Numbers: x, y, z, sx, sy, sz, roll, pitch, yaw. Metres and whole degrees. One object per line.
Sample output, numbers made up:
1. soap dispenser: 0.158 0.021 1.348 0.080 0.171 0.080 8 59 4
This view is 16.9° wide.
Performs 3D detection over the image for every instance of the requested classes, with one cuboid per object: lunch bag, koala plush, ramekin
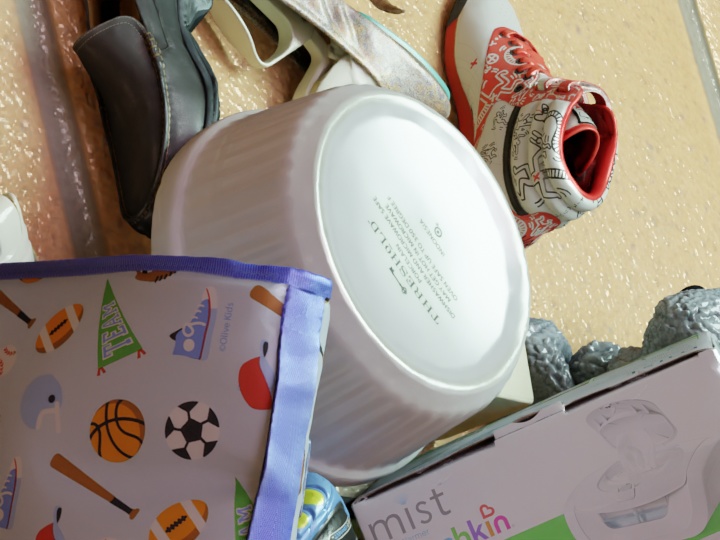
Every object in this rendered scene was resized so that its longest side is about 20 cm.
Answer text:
1. lunch bag: -0.095 0.085 1.059 0.124 0.199 0.171 21 72 -41
2. koala plush: 0.202 0.084 1.480 0.200 0.177 0.185 -29 105 -53
3. ramekin: 0.000 0.000 1.210 0.202 0.094 0.203 27 51 -39

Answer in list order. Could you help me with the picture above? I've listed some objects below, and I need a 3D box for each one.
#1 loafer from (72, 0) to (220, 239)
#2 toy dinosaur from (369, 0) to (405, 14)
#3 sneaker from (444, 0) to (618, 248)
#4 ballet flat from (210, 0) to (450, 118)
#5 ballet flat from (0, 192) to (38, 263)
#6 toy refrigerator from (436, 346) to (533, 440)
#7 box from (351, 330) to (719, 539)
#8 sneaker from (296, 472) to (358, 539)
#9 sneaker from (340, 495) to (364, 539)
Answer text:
1. loafer: -0.121 -0.105 1.274 0.072 0.073 0.201 20 47 -32
2. toy dinosaur: -0.024 -0.201 1.432 0.200 0.061 0.106 46 32 19
3. sneaker: 0.109 -0.106 1.507 0.067 0.108 0.202 31 49 -36
4. ballet flat: -0.033 -0.132 1.401 0.200 0.068 0.067 40 63 -21
5. ballet flat: -0.197 -0.036 1.142 0.200 0.071 0.071 58 38 -10
6. toy refrigerator: 0.000 0.039 1.327 0.199 0.076 0.070 13 61 -45
7. box: 0.111 0.112 1.270 0.176 0.199 0.097 -12 78 -83
8. sneaker: -0.062 0.188 1.131 0.200 0.071 0.083 -53 127 -20
9. sneaker: -0.049 0.155 1.210 0.199 0.072 0.083 9 65 -47
